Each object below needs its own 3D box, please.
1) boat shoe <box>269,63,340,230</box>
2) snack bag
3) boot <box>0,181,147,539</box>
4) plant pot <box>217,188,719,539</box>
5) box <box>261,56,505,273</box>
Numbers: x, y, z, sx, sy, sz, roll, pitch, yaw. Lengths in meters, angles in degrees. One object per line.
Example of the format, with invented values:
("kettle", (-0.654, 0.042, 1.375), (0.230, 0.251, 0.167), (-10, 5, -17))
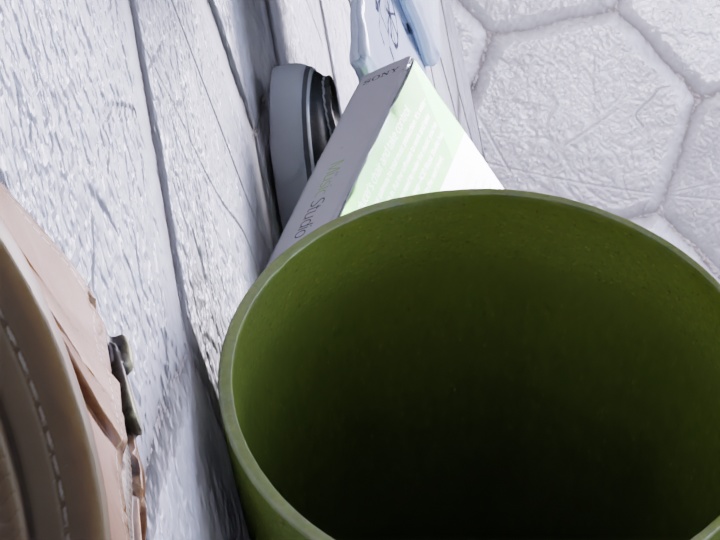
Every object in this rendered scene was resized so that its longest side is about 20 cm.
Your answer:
("boat shoe", (0.000, 0.000, 1.242), (0.069, 0.056, 0.201), (49, 30, -78))
("snack bag", (0.019, -0.143, 1.340), (0.189, 0.021, 0.201), (68, 21, -63))
("boot", (-0.073, 0.021, 0.452), (0.155, 0.073, 0.201), (-93, -179, -51))
("plant pot", (0.042, 0.106, 0.986), (0.200, 0.186, 0.188), (93, -7, -45))
("box", (0.043, 0.026, 1.206), (0.200, 0.036, 0.145), (55, 37, -25))
